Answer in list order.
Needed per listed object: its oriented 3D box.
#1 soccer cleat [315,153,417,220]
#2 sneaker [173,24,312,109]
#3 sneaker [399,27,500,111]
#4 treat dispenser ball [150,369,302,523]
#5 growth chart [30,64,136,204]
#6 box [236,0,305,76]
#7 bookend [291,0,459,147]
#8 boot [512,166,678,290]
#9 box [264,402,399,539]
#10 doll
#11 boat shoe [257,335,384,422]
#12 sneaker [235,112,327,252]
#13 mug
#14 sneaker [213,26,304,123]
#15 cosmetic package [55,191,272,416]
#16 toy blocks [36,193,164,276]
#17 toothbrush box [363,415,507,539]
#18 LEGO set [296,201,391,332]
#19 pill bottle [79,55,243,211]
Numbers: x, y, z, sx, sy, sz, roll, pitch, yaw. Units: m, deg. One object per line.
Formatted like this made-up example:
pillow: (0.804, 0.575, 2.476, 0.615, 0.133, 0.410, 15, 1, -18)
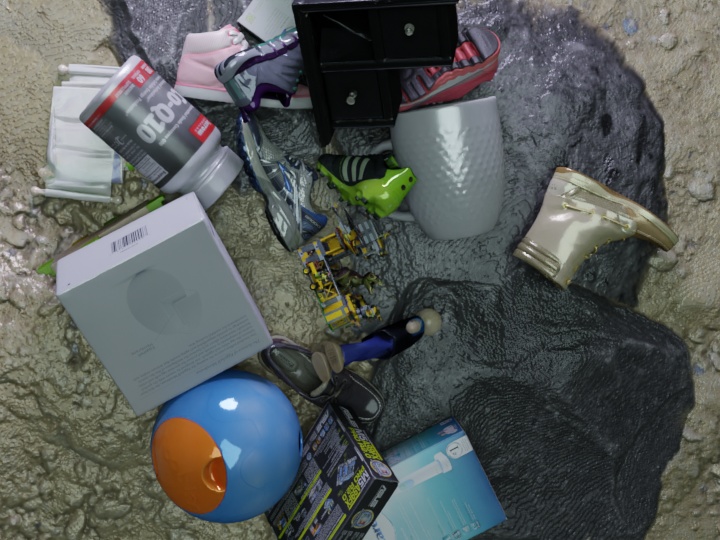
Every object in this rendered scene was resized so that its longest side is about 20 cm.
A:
soccer cleat: (0.007, -0.124, 1.244, 0.081, 0.200, 0.068, -42, 123, -8)
sneaker: (-0.149, -0.275, 1.269, 0.200, 0.075, 0.105, 8, 99, -1)
sneaker: (0.103, -0.252, 1.288, 0.200, 0.087, 0.074, -23, 61, 2)
treat dispenser ball: (-0.177, 0.232, 1.245, 0.200, 0.201, 0.202, 0, 95, -4)
growth chart: (-0.365, -0.187, 1.288, 0.144, 0.018, 0.201, 11, 94, -6)
box: (-0.049, -0.338, 1.294, 0.200, 0.036, 0.144, 36, 91, -5)
bookend: (0.036, -0.262, 1.157, 0.198, 0.092, 0.200, 1, 131, 13)
boot: (0.332, -0.036, 1.327, 0.200, 0.073, 0.156, 28, 91, -4)
box: (-0.045, 0.305, 1.262, 0.044, 0.160, 0.200, 18, 110, -36)
doll: (0.036, 0.096, 1.285, 0.200, 0.136, 0.049, -17, 76, -36)
boat shoe: (-0.054, 0.158, 1.316, 0.200, 0.065, 0.072, 33, 90, -7)
sneaker: (-0.108, -0.132, 1.294, 0.085, 0.077, 0.200, -26, 104, -12)
mug: (0.100, -0.133, 1.277, 0.199, 0.148, 0.176, -6, 100, 21)
sneaker: (-0.092, -0.265, 1.227, 0.200, 0.074, 0.088, -31, 102, -24)
cosmetic package: (-0.250, 0.041, 1.204, 0.199, 0.123, 0.200, -27, 116, -5)
toy blocks: (-0.316, 0.003, 1.279, 0.200, 0.100, 0.137, -32, 108, -1)
toothbrush box: (0.082, 0.323, 1.330, 0.200, 0.085, 0.147, -28, 97, -3)
LEGO set: (0.000, 0.000, 1.251, 0.116, 0.200, 0.154, -24, 79, 6)
pill bottle: (-0.258, -0.176, 1.241, 0.200, 0.114, 0.114, 41, 90, -17)
